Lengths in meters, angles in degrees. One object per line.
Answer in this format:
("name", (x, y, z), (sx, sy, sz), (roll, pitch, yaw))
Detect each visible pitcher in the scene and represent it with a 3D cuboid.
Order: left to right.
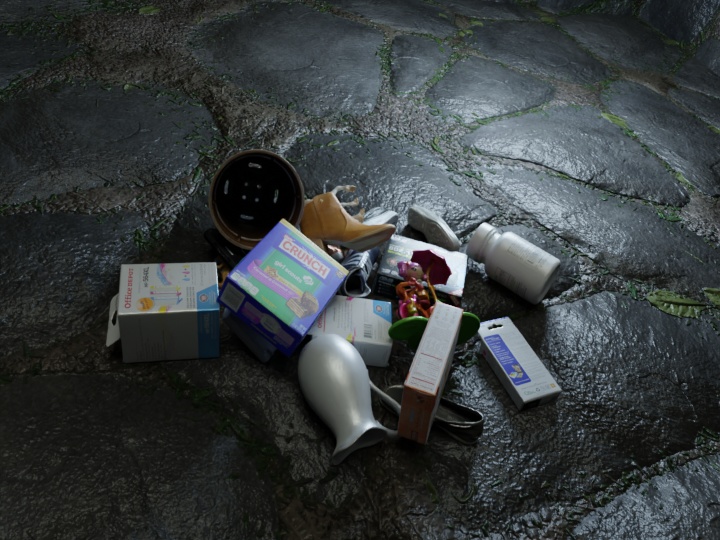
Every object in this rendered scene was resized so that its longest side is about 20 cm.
("pitcher", (-0.014, 0.215, 1.096), (0.169, 0.122, 0.202), (-3, 52, -37))

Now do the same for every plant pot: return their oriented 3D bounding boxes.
("plant pot", (-0.231, -0.161, 1.367), (0.195, 0.206, 0.198), (0, 11, -14))

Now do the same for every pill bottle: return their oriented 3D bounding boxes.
("pill bottle", (0.346, -0.022, 1.439), (0.198, 0.116, 0.114), (34, 45, 23))

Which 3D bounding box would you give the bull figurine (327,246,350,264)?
("bull figurine", (-0.112, -0.034, 1.377), (0.198, 0.066, 0.121), (-21, 44, -40))

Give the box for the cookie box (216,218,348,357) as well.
("cookie box", (-0.137, 0.026, 1.150), (0.170, 0.075, 0.201), (37, 42, -2))

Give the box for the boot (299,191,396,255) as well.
("boot", (-0.035, -0.107, 1.322), (0.197, 0.071, 0.147), (-20, 66, 5))

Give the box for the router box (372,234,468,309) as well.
("router box", (0.136, 0.007, 1.394), (0.195, 0.063, 0.151), (16, 40, 4))

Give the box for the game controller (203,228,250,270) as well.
("game controller", (-0.255, -0.028, 1.323), (0.103, 0.043, 0.200), (1, 31, -45))

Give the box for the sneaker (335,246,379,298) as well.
("sneaker", (0.000, 0.000, 1.327), (0.107, 0.071, 0.199), (-4, 28, 48))

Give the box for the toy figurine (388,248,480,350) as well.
("toy figurine", (0.123, 0.043, 1.243), (0.196, 0.150, 0.188), (8, 53, -30))

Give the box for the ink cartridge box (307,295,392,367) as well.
("ink cartridge box", (-0.039, 0.113, 1.227), (0.195, 0.069, 0.117), (8, 41, -6))

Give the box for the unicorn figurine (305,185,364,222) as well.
("unicorn figurine", (-0.066, -0.138, 1.429), (0.134, 0.075, 0.201), (-16, 30, -4))

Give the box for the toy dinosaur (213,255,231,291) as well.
("toy dinosaur", (-0.259, 0.021, 1.281), (0.105, 0.061, 0.200), (-20, 51, -34))

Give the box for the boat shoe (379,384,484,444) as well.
("boat shoe", (0.131, 0.245, 1.132), (0.196, 0.058, 0.067), (22, 42, 10))

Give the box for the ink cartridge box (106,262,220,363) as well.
("ink cartridge box", (-0.360, 0.076, 1.144), (0.195, 0.127, 0.130), (-2, 43, -17))

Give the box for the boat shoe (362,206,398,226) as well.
("boat shoe", (0.014, -0.098, 1.486), (0.070, 0.074, 0.199), (24, 31, 25))

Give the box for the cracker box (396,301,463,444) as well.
("cracker box", (0.121, 0.173, 1.077), (0.056, 0.136, 0.201), (16, 44, 13))

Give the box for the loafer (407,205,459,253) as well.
("loafer", (0.185, -0.100, 1.511), (0.068, 0.071, 0.201), (-4, 35, -28))

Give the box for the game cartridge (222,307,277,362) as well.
("game cartridge", (-0.181, 0.064, 1.219), (0.134, 0.040, 0.201), (52, 40, -17))

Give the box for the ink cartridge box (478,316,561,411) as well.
("ink cartridge box", (0.310, 0.183, 1.264), (0.093, 0.038, 0.202), (-9, 48, -22))
